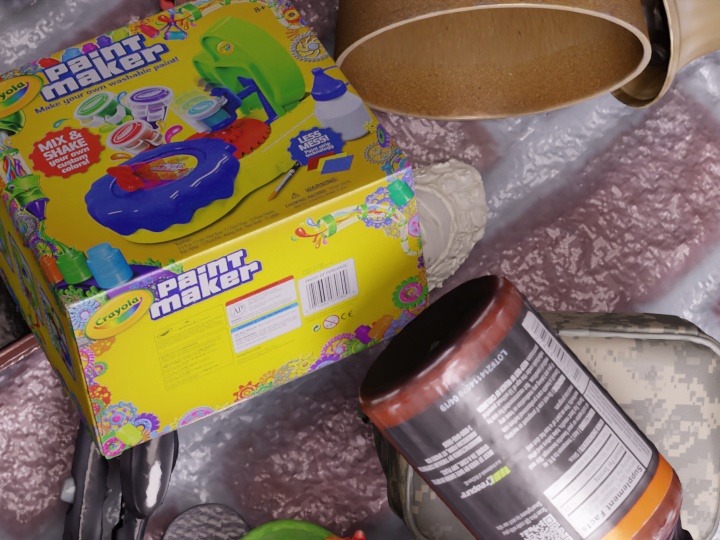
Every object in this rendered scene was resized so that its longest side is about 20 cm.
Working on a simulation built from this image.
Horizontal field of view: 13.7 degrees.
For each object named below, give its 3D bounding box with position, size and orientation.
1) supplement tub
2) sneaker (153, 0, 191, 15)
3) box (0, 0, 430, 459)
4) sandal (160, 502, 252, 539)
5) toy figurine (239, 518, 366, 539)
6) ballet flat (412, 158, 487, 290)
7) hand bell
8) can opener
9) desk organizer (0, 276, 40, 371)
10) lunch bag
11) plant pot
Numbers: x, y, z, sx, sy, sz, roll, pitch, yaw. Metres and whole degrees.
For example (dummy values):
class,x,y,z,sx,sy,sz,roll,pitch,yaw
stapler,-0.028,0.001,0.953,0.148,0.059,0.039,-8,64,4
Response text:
class,x,y,z,sx,sy,sz,roll,pitch,yaw
supplement tub,0.098,0.106,1.597,0.107,0.107,0.200,-44,103,-13
sneaker,-0.060,-0.194,1.774,0.071,0.098,0.201,26,74,-47
box,-0.095,-0.034,1.650,0.200,0.122,0.193,-23,46,-14
sandal,-0.054,0.230,1.752,0.076,0.043,0.201,-20,75,-14
toy figurine,0.019,0.192,1.632,0.200,0.184,0.150,42,70,6
ballet flat,0.000,0.000,1.780,0.200,0.072,0.072,-34,89,-14
hand bell,0.245,-0.172,1.852,0.200,0.104,0.104,-15,85,-25
can opener,-0.147,0.158,1.733,0.063,0.079,0.201,11,93,-1
desk organizer,-0.268,0.052,1.715,0.200,0.077,0.072,-32,89,-13
lunch bag,0.107,0.086,1.735,0.199,0.168,0.140,1,98,-9
plant pot,0.069,-0.213,1.776,0.186,0.186,0.201,-1,72,-11
